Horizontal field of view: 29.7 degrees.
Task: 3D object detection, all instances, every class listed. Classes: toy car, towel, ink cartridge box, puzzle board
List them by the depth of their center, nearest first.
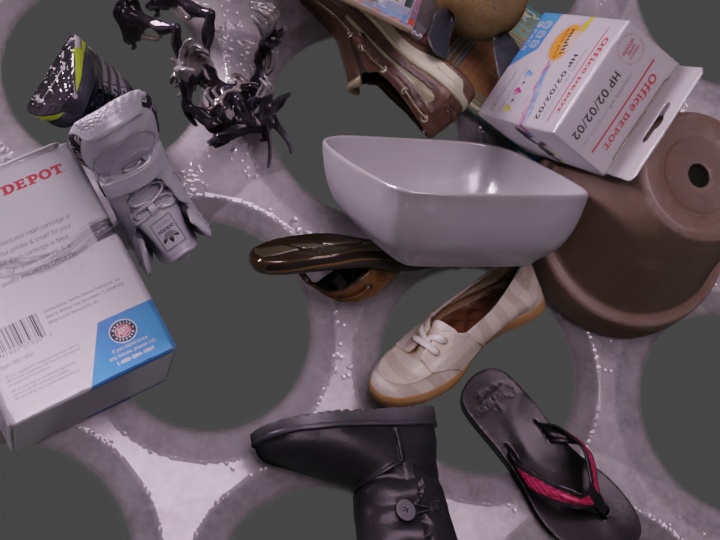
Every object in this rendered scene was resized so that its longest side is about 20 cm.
[{"bbox_3d":[-0.259,0.020,1.097,0.144,0.084,0.202,-25,76,-21],"label":"ink cartridge box"},{"bbox_3d":[0.194,-0.154,1.174,0.067,0.200,0.116,34,89,-23],"label":"ink cartridge box"},{"bbox_3d":[-0.011,-0.278,1.257,0.149,0.018,0.200,25,22,-3],"label":"puzzle board"},{"bbox_3d":[0.123,-0.278,1.275,0.162,0.158,0.203,19,69,-19],"label":"toy car"},{"bbox_3d":[0.158,-0.194,1.334,0.199,0.022,0.147,36,63,3],"label":"towel"}]

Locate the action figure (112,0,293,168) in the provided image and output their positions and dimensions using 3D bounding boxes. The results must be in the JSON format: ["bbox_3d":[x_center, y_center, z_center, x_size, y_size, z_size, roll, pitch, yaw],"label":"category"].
[{"bbox_3d":[-0.129,-0.188,1.213,0.200,0.102,0.119,44,52,8],"label":"action figure"}]

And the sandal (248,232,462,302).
[{"bbox_3d":[0.000,0.000,1.191,0.197,0.082,0.056,-1,102,-26],"label":"sandal"}]

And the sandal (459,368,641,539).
[{"bbox_3d":[0.163,0.165,1.167,0.075,0.045,0.200,-38,81,-26],"label":"sandal"}]

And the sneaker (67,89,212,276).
[{"bbox_3d":[-0.173,-0.068,1.100,0.075,0.200,0.116,-31,84,-9],"label":"sneaker"}]

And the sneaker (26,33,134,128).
[{"bbox_3d":[-0.223,-0.148,1.132,0.080,0.200,0.074,32,99,-12],"label":"sneaker"}]

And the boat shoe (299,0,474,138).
[{"bbox_3d":[0.009,-0.201,1.272,0.201,0.075,0.075,38,84,12],"label":"boat shoe"}]

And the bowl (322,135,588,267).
[{"bbox_3d":[0.075,-0.058,1.177,0.197,0.200,0.076,-1,109,-23],"label":"bowl"}]

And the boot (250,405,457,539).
[{"bbox_3d":[0.002,0.217,1.098,0.162,0.066,0.203,-4,73,-14],"label":"boot"}]

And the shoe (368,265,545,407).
[{"bbox_3d":[0.082,0.048,1.179,0.199,0.054,0.070,-33,42,-30],"label":"shoe"}]

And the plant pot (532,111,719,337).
[{"bbox_3d":[0.261,-0.054,1.204,0.197,0.175,0.204,4,75,-15],"label":"plant pot"}]
